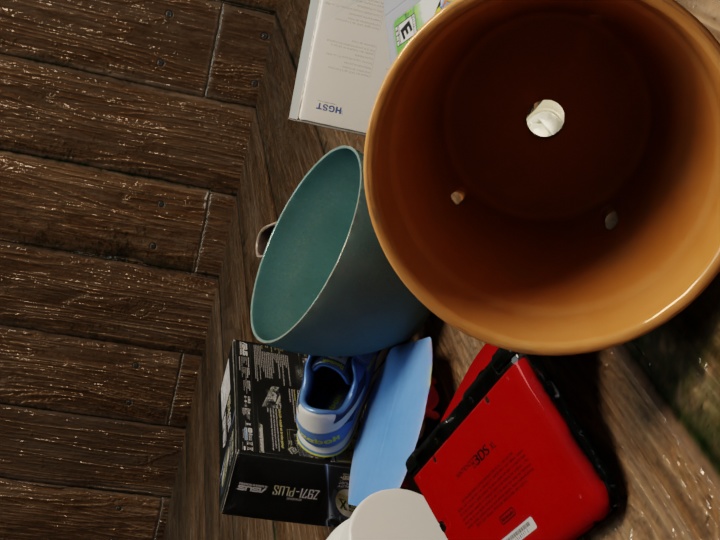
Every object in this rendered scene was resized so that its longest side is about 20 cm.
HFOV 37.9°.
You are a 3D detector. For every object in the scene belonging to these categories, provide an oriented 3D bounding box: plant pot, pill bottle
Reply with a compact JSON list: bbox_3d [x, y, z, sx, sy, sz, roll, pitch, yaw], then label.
[{"bbox_3d":[0.000,0.000,1.013,0.200,0.134,0.202,-47,29,37],"label":"plant pot"},{"bbox_3d":[0.008,0.276,0.877,0.201,0.112,0.115,114,161,-44],"label":"pill bottle"},{"bbox_3d":[0.106,-0.073,0.594,0.140,0.197,0.202,-72,-2,-68],"label":"plant pot"}]

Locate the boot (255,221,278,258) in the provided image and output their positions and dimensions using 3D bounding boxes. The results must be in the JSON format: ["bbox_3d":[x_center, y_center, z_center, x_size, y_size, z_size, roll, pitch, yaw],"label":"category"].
[{"bbox_3d":[-0.055,-0.019,1.265,0.200,0.144,0.071,134,142,-67],"label":"boot"}]

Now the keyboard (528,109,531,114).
[{"bbox_3d":[0.109,-0.181,0.828,0.127,0.020,0.203,30,-128,-62],"label":"keyboard"}]

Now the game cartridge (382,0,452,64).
[{"bbox_3d":[0.079,-0.202,0.943,0.133,0.040,0.203,-24,67,46],"label":"game cartridge"}]

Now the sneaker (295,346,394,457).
[{"bbox_3d":[-0.012,0.089,1.081,0.083,0.073,0.202,76,-150,-58],"label":"sneaker"}]

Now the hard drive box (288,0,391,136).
[{"bbox_3d":[0.020,-0.242,1.099,0.077,0.154,0.203,-141,63,-75],"label":"hard drive box"}]

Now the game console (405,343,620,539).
[{"bbox_3d":[0.121,0.105,0.734,0.174,0.118,0.201,59,149,21],"label":"game console"}]

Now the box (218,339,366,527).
[{"bbox_3d":[-0.071,0.178,1.160,0.201,0.161,0.087,-104,28,-58],"label":"box"}]

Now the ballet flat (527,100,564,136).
[{"bbox_3d":[0.120,-0.054,0.731,0.070,0.068,0.202,-96,19,-49],"label":"ballet flat"}]

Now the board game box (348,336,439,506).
[{"bbox_3d":[0.043,0.149,0.981,0.200,0.038,0.160,149,138,-72],"label":"board game box"}]
